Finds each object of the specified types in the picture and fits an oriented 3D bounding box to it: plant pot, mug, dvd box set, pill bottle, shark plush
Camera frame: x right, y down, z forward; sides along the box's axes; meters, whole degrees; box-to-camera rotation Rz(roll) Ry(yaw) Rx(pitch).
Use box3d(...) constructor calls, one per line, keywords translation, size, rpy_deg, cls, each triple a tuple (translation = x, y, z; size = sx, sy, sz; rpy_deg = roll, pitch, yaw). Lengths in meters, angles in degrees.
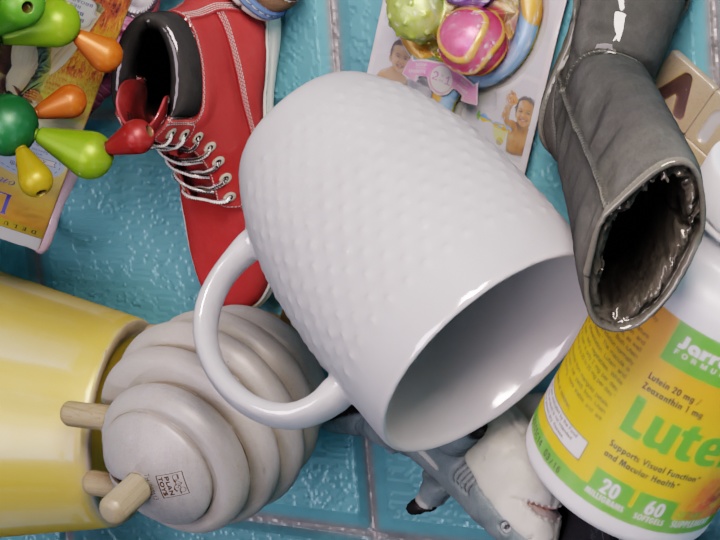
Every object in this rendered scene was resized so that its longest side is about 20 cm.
box3d(translation=(-0.228, 0.084, 1.679), size=(0.188, 0.201, 0.201), rpy_deg=(5, 106, 18), cls="plant pot")
box3d(translation=(0.000, 0.000, 1.442), size=(0.200, 0.148, 0.175), rpy_deg=(-40, 64, 0), cls="mug")
box3d(translation=(-0.221, -0.112, 1.526), size=(0.146, 0.029, 0.200), rpy_deg=(20, 129, -8), cls="dvd box set")
box3d(translation=(0.174, 0.035, 1.406), size=(0.111, 0.111, 0.200), rpy_deg=(39, 121, 21), cls="pill bottle")
box3d(translation=(0.035, 0.106, 1.546), size=(0.200, 0.091, 0.084), rpy_deg=(10, 104, 36), cls="shark plush")

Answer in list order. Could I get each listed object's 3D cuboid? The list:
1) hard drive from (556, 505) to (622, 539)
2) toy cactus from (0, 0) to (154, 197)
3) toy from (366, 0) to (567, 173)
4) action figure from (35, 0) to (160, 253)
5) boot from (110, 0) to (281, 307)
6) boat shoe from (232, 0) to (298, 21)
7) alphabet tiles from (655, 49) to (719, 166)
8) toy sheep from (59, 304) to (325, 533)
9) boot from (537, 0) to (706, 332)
box3d(translation=(0.102, 0.210, 1.505), size=(0.038, 0.140, 0.200), rpy_deg=(22, 121, -16), cls="hard drive")
box3d(translation=(-0.224, -0.102, 1.464), size=(0.200, 0.102, 0.165), rpy_deg=(36, 135, -29), cls="toy cactus")
box3d(translation=(0.050, -0.130, 1.501), size=(0.115, 0.047, 0.200), rpy_deg=(23, 115, 27), cls="toy")
box3d(translation=(-0.174, -0.110, 1.633), size=(0.200, 0.134, 0.149), rpy_deg=(-40, 112, 11), cls="action figure")
box3d(translation=(-0.098, -0.059, 1.561), size=(0.072, 0.144, 0.201), rpy_deg=(5, 109, 23), cls="boot")
box3d(translation=(-0.063, -0.243, 1.537), size=(0.072, 0.072, 0.201), rpy_deg=(-14, 97, 29), cls="boat shoe")
box3d(translation=(0.212, -0.017, 1.440), size=(0.200, 0.008, 0.167), rpy_deg=(44, 123, 18), cls="alphabet tiles")
box3d(translation=(-0.093, 0.088, 1.570), size=(0.138, 0.200, 0.138), rpy_deg=(19, 133, 22), cls="toy sheep")
box3d(translation=(0.137, -0.089, 1.355), size=(0.072, 0.200, 0.182), rpy_deg=(11, 113, -2), cls="boot")
